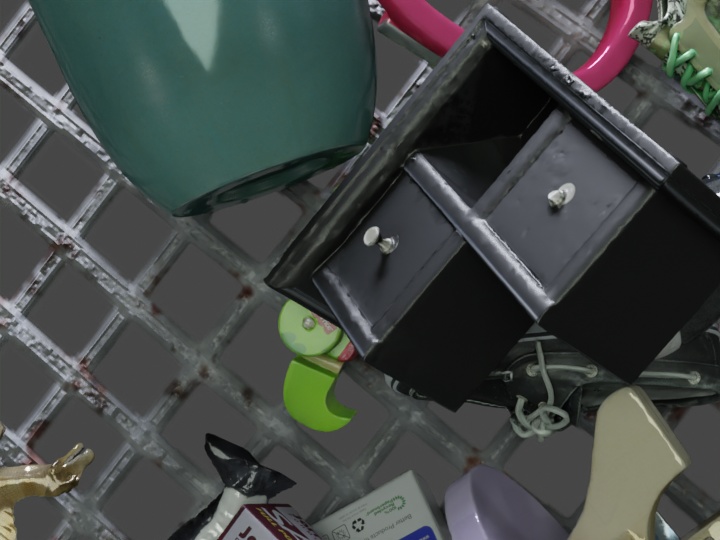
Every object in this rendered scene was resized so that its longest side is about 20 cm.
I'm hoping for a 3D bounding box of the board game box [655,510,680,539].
[{"bbox_3d":[0.132,0.246,0.844,0.200,0.034,0.135,-41,76,4],"label":"board game box"}]

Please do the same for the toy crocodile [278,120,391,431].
[{"bbox_3d":[0.000,0.000,0.890,0.062,0.068,0.201,23,89,7],"label":"toy crocodile"}]

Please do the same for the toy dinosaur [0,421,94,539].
[{"bbox_3d":[-0.267,0.161,0.926,0.200,0.058,0.101,-41,78,3],"label":"toy dinosaur"}]

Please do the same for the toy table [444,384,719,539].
[{"bbox_3d":[0.147,0.164,0.754,0.117,0.184,0.200,-39,88,20],"label":"toy table"}]

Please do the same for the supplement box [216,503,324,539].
[{"bbox_3d":[-0.075,0.243,0.823,0.109,0.061,0.200,39,98,25],"label":"supplement box"}]

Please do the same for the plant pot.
[{"bbox_3d":[-0.081,-0.126,0.864,0.200,0.201,0.162,-20,87,8],"label":"plant pot"}]

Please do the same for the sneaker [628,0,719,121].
[{"bbox_3d":[0.202,-0.127,0.857,0.088,0.077,0.201,-8,72,-4],"label":"sneaker"}]

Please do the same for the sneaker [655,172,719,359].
[{"bbox_3d":[0.171,-0.033,0.829,0.112,0.073,0.200,-26,38,-2],"label":"sneaker"}]

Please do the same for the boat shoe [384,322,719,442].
[{"bbox_3d":[0.113,0.065,0.855,0.198,0.074,0.068,-5,66,2],"label":"boat shoe"}]

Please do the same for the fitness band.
[{"bbox_3d":[0.085,-0.182,0.865,0.199,0.037,0.144,26,79,-18],"label":"fitness band"}]

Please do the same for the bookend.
[{"bbox_3d":[0.072,-0.003,0.749,0.200,0.092,0.199,-50,36,12],"label":"bookend"}]

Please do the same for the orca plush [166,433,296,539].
[{"bbox_3d":[-0.121,0.182,0.885,0.071,0.105,0.201,46,122,51],"label":"orca plush"}]

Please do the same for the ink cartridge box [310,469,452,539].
[{"bbox_3d":[0.032,0.223,0.835,0.094,0.037,0.200,-30,57,9],"label":"ink cartridge box"}]
